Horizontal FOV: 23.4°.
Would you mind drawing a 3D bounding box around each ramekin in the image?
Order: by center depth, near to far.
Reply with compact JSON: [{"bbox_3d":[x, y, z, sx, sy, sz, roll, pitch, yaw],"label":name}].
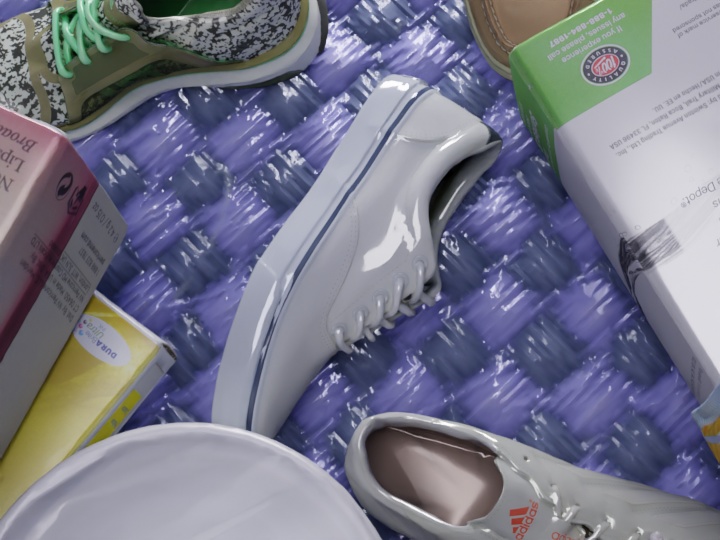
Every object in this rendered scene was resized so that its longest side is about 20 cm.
[{"bbox_3d":[-0.071,0.174,0.756,0.201,0.094,0.204,-2,72,8],"label":"ramekin"}]

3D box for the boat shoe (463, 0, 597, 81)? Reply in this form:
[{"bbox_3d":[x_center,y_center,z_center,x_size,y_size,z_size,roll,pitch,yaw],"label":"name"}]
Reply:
[{"bbox_3d":[0.082,-0.193,0.867,0.074,0.066,0.201,-4,72,7],"label":"boat shoe"}]

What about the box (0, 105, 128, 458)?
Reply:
[{"bbox_3d":[-0.208,0.022,0.735,0.127,0.109,0.201,24,75,14],"label":"box"}]

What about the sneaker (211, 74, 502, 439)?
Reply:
[{"bbox_3d":[0.000,0.000,0.813,0.071,0.073,0.201,24,77,18],"label":"sneaker"}]

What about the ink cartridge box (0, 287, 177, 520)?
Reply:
[{"bbox_3d":[-0.222,0.058,0.804,0.197,0.047,0.200,35,77,15],"label":"ink cartridge box"}]

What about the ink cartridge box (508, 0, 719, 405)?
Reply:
[{"bbox_3d":[0.180,-0.041,0.794,0.145,0.084,0.201,-28,70,-1],"label":"ink cartridge box"}]

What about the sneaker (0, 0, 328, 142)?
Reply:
[{"bbox_3d":[-0.119,-0.124,0.862,0.199,0.089,0.077,-16,71,3],"label":"sneaker"}]

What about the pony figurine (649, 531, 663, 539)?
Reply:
[{"bbox_3d":[0.115,0.212,0.653,0.199,0.166,0.194,-20,75,-43],"label":"pony figurine"}]

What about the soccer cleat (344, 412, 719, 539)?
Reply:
[{"bbox_3d":[0.085,0.113,0.761,0.199,0.078,0.070,17,75,13],"label":"soccer cleat"}]

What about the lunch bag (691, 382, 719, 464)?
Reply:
[{"bbox_3d":[0.257,0.069,0.650,0.199,0.127,0.170,-13,60,-22],"label":"lunch bag"}]
